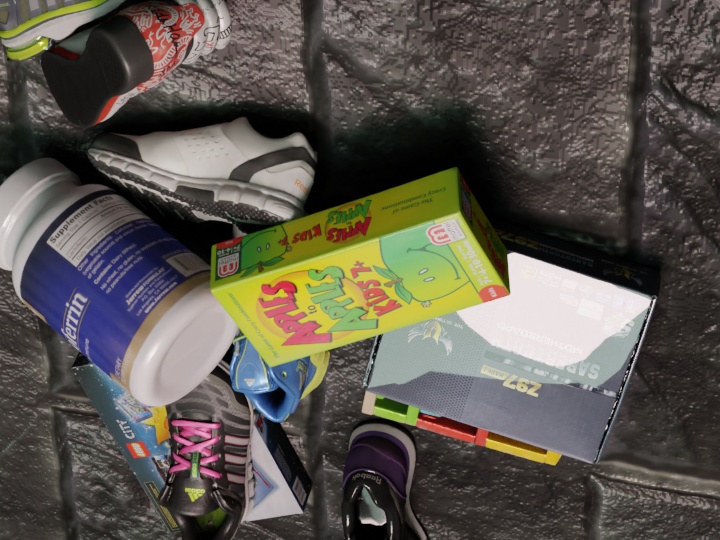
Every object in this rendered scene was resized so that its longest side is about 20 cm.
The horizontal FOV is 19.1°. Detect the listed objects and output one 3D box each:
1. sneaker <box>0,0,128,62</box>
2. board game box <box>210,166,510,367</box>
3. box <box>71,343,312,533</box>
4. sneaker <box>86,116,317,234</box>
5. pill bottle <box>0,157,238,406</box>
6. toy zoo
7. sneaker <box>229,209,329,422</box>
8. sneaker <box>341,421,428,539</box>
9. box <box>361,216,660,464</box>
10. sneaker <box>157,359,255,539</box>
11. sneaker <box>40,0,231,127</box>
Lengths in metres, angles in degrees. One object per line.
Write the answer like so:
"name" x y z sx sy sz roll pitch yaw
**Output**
"sneaker" -0.208 -0.224 1.550 0.200 0.074 0.081 -27 113 31
"board game box" 0.000 0.000 1.587 0.199 0.048 0.102 -17 137 17
"box" -0.143 0.135 1.843 0.136 0.038 0.200 -10 124 24
"sneaker" -0.119 -0.081 1.649 0.199 0.080 0.074 14 161 25
"pill bottle" -0.198 0.005 1.665 0.200 0.116 0.116 38 135 22
"toy zoo" 0.107 0.090 1.741 0.199 0.020 0.132 16 130 4
"sneaker" -0.067 0.036 1.694 0.075 0.105 0.201 -1 128 17
"sneaker" 0.011 0.231 1.841 0.075 0.088 0.201 3 129 15
"box" 0.116 0.048 1.662 0.199 0.051 0.158 19 118 3
"sneaker" -0.130 0.158 1.774 0.073 0.088 0.201 5 129 12
"sneaker" -0.162 -0.164 1.584 0.067 0.108 0.201 63 157 -6
